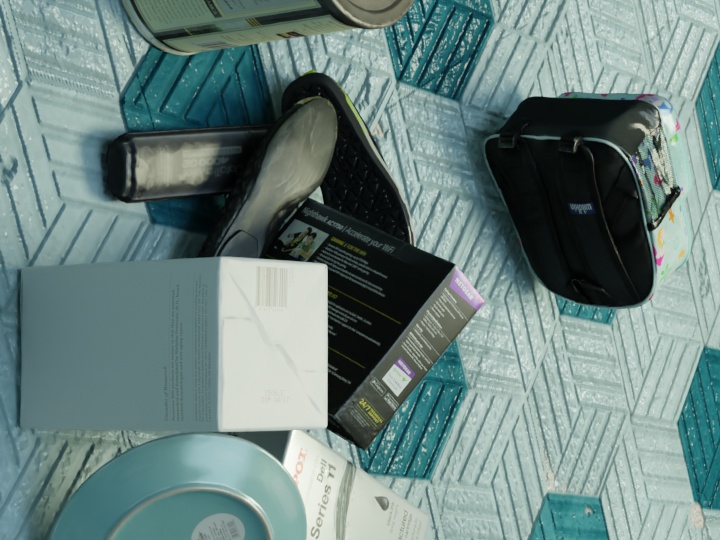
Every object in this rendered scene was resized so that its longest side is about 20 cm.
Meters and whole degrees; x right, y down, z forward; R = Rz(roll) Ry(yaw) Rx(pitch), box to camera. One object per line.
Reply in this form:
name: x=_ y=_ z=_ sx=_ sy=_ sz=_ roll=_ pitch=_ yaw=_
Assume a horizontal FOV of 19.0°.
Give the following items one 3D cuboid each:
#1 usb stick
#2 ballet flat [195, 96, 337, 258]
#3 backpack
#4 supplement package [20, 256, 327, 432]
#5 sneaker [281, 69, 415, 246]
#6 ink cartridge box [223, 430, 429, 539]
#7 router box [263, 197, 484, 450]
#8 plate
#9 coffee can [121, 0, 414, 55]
usb stick: x=-0.124 y=-0.086 z=1.699 sx=0.199 sy=0.032 sz=0.056 roll=-9 pitch=103 yaw=-52
ballet flat: x=-0.081 y=-0.062 z=1.711 sx=0.067 sy=0.057 sz=0.201 roll=47 pitch=62 yaw=-30
backpack: x=0.225 y=-0.068 z=2.031 sx=0.150 sy=0.176 sz=0.202 roll=-39 pitch=122 yaw=-40
supplement package: x=-0.135 y=0.054 z=1.538 sx=0.121 sy=0.199 sz=0.121 roll=3 pitch=85 yaw=-52
sneaker: x=-0.001 y=-0.078 z=1.797 sx=0.083 sy=0.071 sz=0.202 roll=-8 pitch=77 yaw=-77
ink cartridge box: x=-0.044 y=0.226 z=1.737 sx=0.200 sy=0.083 sz=0.148 roll=37 pitch=59 yaw=-43
router box: x=-0.020 y=0.037 z=1.655 sx=0.149 sy=0.199 sz=0.051 roll=-50 pitch=129 yaw=-11
plate: x=-0.131 y=0.210 z=1.573 sx=0.198 sy=0.026 sz=0.202 roll=-9 pitch=120 yaw=-15
coffee can: x=-0.071 y=-0.248 z=1.642 sx=0.146 sy=0.199 sz=0.148 roll=5 pitch=84 yaw=-52
